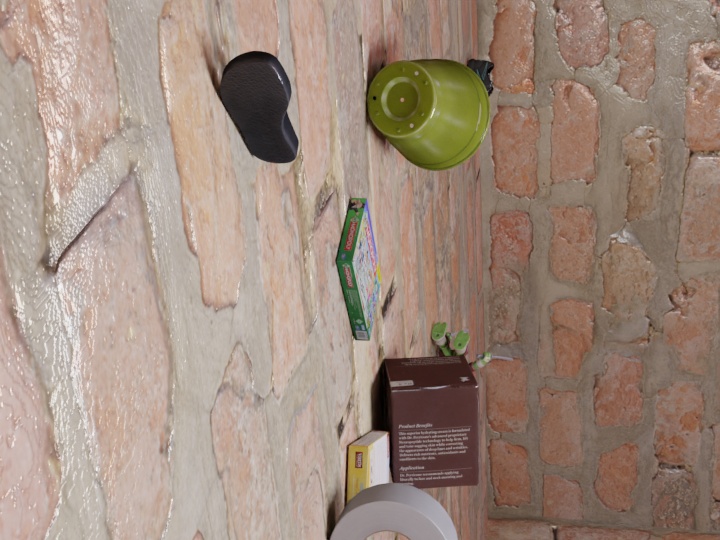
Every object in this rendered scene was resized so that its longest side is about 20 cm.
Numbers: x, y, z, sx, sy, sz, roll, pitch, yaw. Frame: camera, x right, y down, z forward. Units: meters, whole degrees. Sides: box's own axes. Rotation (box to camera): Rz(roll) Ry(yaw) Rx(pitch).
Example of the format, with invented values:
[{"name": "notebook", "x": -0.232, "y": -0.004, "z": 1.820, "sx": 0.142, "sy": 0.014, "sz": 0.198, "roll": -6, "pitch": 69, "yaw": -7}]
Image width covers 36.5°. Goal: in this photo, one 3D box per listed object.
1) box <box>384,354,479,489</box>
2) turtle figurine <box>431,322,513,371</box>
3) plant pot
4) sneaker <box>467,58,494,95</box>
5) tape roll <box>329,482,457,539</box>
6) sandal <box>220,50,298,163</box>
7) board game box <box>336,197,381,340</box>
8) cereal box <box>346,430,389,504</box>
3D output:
[{"name": "box", "x": 0.131, "y": 0.283, "z": 2.046, "sx": 0.164, "sy": 0.163, "sz": 0.204, "roll": -103, "pitch": -169, "yaw": -75}, {"name": "turtle figurine", "x": 0.256, "y": 0.185, "z": 2.745, "sx": 0.145, "sy": 0.198, "sz": 0.195, "roll": 59, "pitch": -2, "yaw": 33}, {"name": "plant pot", "x": 0.105, "y": -0.287, "z": 1.912, "sx": 0.192, "sy": 0.197, "sz": 0.204, "roll": 3, "pitch": 89, "yaw": -65}, {"name": "sneaker", "x": 0.344, "y": -0.516, "z": 3.164, "sx": 0.075, "sy": 0.078, "sz": 0.204, "roll": 27, "pitch": 67, "yaw": -76}, {"name": "tape roll", "x": 0.052, "y": 0.437, "z": 1.703, "sx": 0.066, "sy": 0.197, "sz": 0.204, "roll": -49, "pitch": 140, "yaw": -69}, {"name": "sandal", "x": -0.107, "y": -0.182, "z": 1.186, "sx": 0.201, "sy": 0.075, "sz": 0.044, "roll": 89, "pitch": 10, "yaw": -68}, {"name": "board game box", "x": 0.000, "y": 0.000, "z": 1.792, "sx": 0.202, "sy": 0.029, "sz": 0.136, "roll": 78, "pitch": 20, "yaw": -49}, {"name": "cereal box", "x": 0.015, "y": 0.362, "z": 1.892, "sx": 0.200, "sy": 0.039, "sz": 0.147, "roll": 9, "pitch": 82, "yaw": -78}]
